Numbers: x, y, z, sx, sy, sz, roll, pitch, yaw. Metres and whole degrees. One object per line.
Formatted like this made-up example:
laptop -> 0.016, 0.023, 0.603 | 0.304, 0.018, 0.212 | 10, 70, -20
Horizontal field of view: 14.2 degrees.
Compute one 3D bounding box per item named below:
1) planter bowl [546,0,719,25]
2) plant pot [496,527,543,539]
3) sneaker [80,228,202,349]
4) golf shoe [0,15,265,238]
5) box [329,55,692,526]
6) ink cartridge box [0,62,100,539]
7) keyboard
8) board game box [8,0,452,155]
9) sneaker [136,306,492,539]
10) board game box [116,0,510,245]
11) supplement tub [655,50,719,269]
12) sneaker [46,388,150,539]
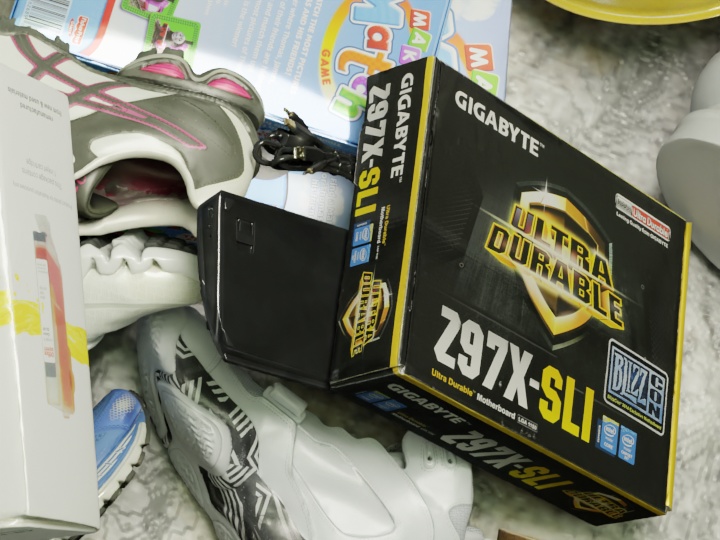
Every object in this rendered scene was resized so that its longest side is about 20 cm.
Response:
planter bowl -> 0.151, -0.224, 1.431 | 0.200, 0.083, 0.201 | -8, 53, 10
plant pot -> 0.123, 0.237, 1.310 | 0.186, 0.186, 0.200 | 18, 86, -7
sneaker -> -0.160, 0.028, 1.331 | 0.200, 0.075, 0.081 | -10, 93, 11
golf shoe -> -0.145, -0.062, 1.314 | 0.200, 0.077, 0.088 | 5, 38, 5
box -> 0.075, 0.014, 1.353 | 0.200, 0.049, 0.160 | 30, 59, -40
ink cartridge box -> -0.199, 0.023, 1.245 | 0.145, 0.083, 0.200 | -9, 78, 18
keyboard -> 0.000, 0.000, 1.325 | 0.200, 0.021, 0.127 | 18, 65, -44
board game box -> -0.055, -0.144, 1.383 | 0.200, 0.037, 0.151 | 17, 71, -5
sneaker -> -0.020, 0.086, 1.364 | 0.115, 0.075, 0.200 | -29, 87, -19
board game box -> -0.030, -0.081, 1.418 | 0.200, 0.037, 0.151 | 8, 73, -11
supplement tub -> 0.256, -0.086, 1.431 | 0.145, 0.145, 0.200 | 43, 71, 2
sneaker -> -0.183, 0.110, 1.318 | 0.200, 0.079, 0.089 | -36, 87, -18
